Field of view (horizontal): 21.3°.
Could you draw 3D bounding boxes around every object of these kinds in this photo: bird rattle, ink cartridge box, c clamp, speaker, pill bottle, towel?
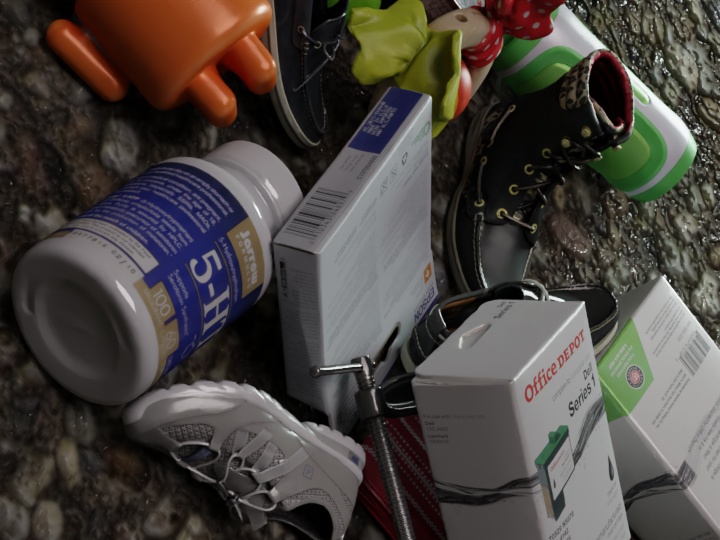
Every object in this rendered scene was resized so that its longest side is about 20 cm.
[{"bbox_3d":[0.064,-0.171,1.521,0.112,0.163,0.200,39,45,12],"label":"bird rattle"},{"bbox_3d":[0.119,0.138,1.383,0.146,0.084,0.201,-41,123,-54],"label":"ink cartridge box"},{"bbox_3d":[0.256,0.131,1.588,0.200,0.084,0.146,51,47,-9],"label":"ink cartridge box"},{"bbox_3d":[0.034,0.152,1.379,0.170,0.027,0.201,-14,86,-58],"label":"c clamp"},{"bbox_3d":[0.202,-0.150,1.675,0.200,0.088,0.089,41,49,-18],"label":"speaker"},{"bbox_3d":[-0.129,-0.007,1.298,0.120,0.119,0.200,55,46,-5],"label":"pill bottle"},{"bbox_3d":[0.077,0.147,1.470,0.145,0.022,0.200,51,46,-10],"label":"towel"},{"bbox_3d":[0.000,0.000,1.408,0.200,0.040,0.201,-55,151,-43],"label":"ink cartridge box"}]

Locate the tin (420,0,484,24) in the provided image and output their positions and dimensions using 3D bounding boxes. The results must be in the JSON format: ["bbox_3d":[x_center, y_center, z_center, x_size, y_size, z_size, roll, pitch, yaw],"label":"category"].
[{"bbox_3d":[0.052,-0.256,1.578,0.200,0.042,0.113,43,34,-47],"label":"tin"}]

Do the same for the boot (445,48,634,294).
[{"bbox_3d":[0.145,-0.073,1.541,0.073,0.153,0.205,26,55,-28],"label":"boot"}]

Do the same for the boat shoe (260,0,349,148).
[{"bbox_3d":[-0.040,-0.184,1.439,0.075,0.062,0.201,-74,161,-60],"label":"boat shoe"}]

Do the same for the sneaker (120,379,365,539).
[{"bbox_3d":[-0.075,0.134,1.307,0.199,0.075,0.083,23,55,-32],"label":"sneaker"}]

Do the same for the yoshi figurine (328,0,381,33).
[{"bbox_3d":[-0.056,-0.239,1.489,0.199,0.112,0.113,8,77,-40],"label":"yoshi figurine"}]

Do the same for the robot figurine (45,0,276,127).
[{"bbox_3d":[-0.144,-0.196,1.373,0.200,0.144,0.117,51,34,1],"label":"robot figurine"}]

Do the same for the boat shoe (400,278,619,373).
[{"bbox_3d":[0.128,0.041,1.487,0.199,0.068,0.072,-11,50,-32],"label":"boat shoe"}]
